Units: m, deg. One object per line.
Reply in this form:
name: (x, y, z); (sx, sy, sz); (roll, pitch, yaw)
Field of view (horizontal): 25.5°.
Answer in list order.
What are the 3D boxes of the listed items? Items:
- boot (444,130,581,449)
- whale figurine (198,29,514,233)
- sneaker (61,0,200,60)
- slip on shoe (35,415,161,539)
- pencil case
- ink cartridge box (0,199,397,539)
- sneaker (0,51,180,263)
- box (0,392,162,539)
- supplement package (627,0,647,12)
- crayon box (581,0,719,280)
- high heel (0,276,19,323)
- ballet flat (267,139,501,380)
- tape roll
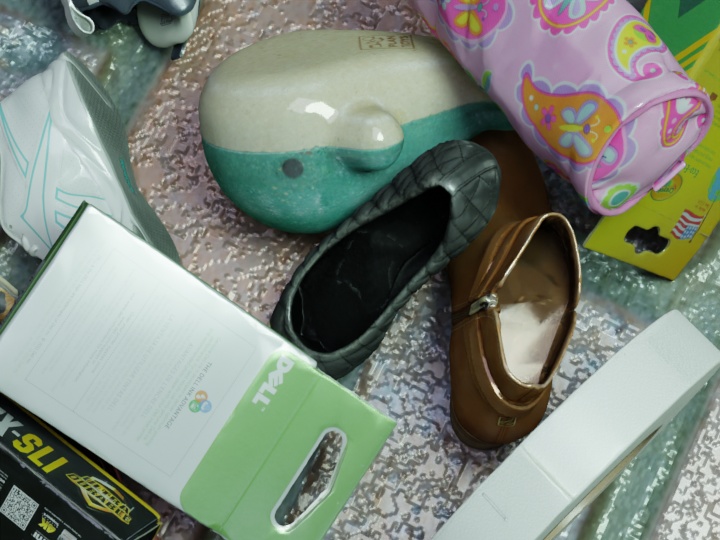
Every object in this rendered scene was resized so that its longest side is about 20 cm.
boot: (0.085, -0.008, 0.858); (0.073, 0.155, 0.202); (1, 73, -4)
whale figurine: (0.009, -0.079, 0.903); (0.198, 0.159, 0.105); (-7, 113, -1)
sneaker: (-0.103, -0.198, 0.968); (0.198, 0.079, 0.131); (-18, 92, -28)
slip on shoe: (-0.141, 0.150, 0.859); (0.074, 0.061, 0.201); (-27, 75, -10)
pencil case: (0.092, -0.121, 0.820); (0.087, 0.088, 0.200); (-32, 58, -10)
ink cartridge box: (-0.092, 0.063, 0.838); (0.199, 0.059, 0.104); (35, 85, -11)
sneaker: (-0.158, -0.023, 0.918); (0.080, 0.070, 0.202); (-27, 71, 8)
box: (-0.224, 0.137, 0.832); (0.199, 0.049, 0.161); (35, 109, 11)
supplement package: (0.147, -0.228, 0.901); (0.108, 0.200, 0.115); (14, 72, 11)
crayon box: (0.187, -0.098, 0.877); (0.051, 0.126, 0.201); (39, 103, 34)
high heel: (-0.289, 0.040, 0.884); (0.198, 0.072, 0.144); (16, 66, 22)
ballet flat: (0.000, 0.000, 0.856); (0.067, 0.200, 0.057); (50, 34, 12)
tape roll: (0.101, 0.103, 0.800); (0.203, 0.203, 0.037); (-42, 77, -12)
